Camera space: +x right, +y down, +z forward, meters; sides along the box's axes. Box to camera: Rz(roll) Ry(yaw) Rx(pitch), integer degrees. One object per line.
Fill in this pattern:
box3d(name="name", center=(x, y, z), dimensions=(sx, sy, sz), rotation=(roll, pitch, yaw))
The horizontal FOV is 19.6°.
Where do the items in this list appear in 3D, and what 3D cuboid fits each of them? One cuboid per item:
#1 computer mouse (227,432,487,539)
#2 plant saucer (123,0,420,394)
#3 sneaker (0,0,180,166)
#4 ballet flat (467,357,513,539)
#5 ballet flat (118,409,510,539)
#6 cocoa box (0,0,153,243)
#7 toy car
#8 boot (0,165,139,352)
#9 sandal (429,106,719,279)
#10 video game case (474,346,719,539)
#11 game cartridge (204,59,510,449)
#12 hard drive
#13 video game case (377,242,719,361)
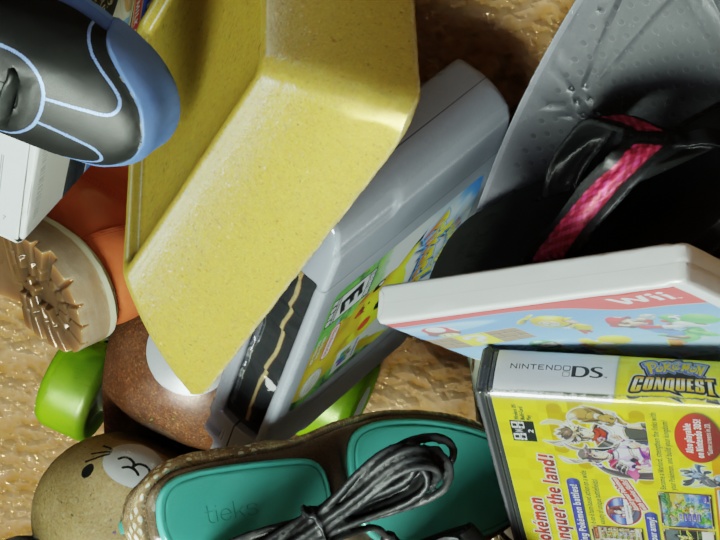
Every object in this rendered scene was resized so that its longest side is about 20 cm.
box3d(name="computer mouse", center=(0.011, 0.162, 0.912), dimensions=(0.140, 0.046, 0.200), rotation=(-28, 137, 3))
box3d(name="plant saucer", center=(-0.046, -0.084, 0.839), dimensions=(0.048, 0.200, 0.200), rotation=(16, 139, -21))
box3d(name="sneaker", center=(-0.171, -0.085, 0.806), dimensions=(0.200, 0.078, 0.070), rotation=(26, 128, 8))
box3d(name="ballet flat", center=(0.083, 0.067, 0.991), dimensions=(0.067, 0.062, 0.200), rotation=(6, 129, 23))
box3d(name="ballet flat", center=(-0.018, 0.100, 0.938), dimensions=(0.065, 0.200, 0.071), rotation=(-17, 75, 59))
box3d(name="cocoa box", center=(-0.198, -0.131, 0.926), dimensions=(0.200, 0.131, 0.133), rotation=(23, 131, 9))
box3d(name="toy car", center=(-0.109, 0.105, 1.029), dimensions=(0.164, 0.200, 0.158), rotation=(24, 134, 8))
box3d(name="boot", center=(-0.147, -0.034, 1.024), dimensions=(0.200, 0.107, 0.075), rotation=(33, 142, 41))
box3d(name="sandal", center=(0.090, -0.028, 0.837), dimensions=(0.200, 0.075, 0.045), rotation=(-22, 125, 43))
box3d(name="video game case", center=(0.152, 0.101, 0.895), dimensions=(0.181, 0.026, 0.200), rotation=(2, 144, 15))
box3d(name="game cartridge", center=(0.000, 0.000, 0.926), dimensions=(0.040, 0.133, 0.200), rotation=(38, 143, 12))
box3d(name="hard drive", center=(0.137, -0.060, 0.868), dimensions=(0.135, 0.042, 0.200), rotation=(29, 136, 4))
box3d(name="video game case", center=(0.123, 0.030, 0.862), dimensions=(0.143, 0.017, 0.200), rotation=(-9, 160, 38))
